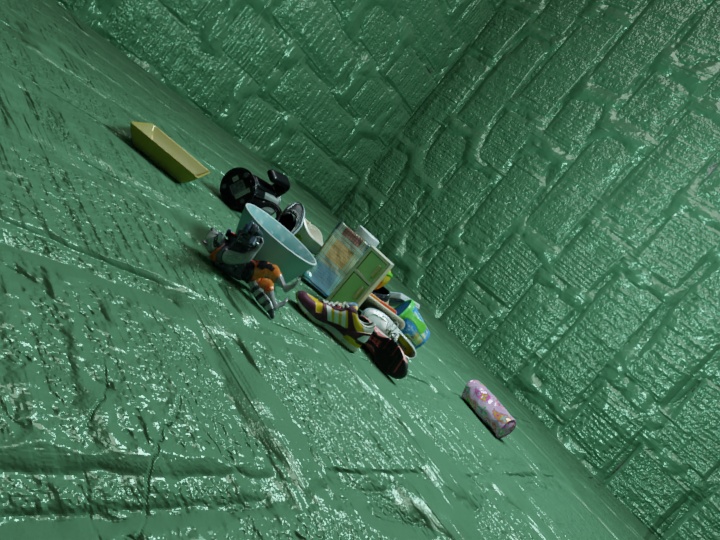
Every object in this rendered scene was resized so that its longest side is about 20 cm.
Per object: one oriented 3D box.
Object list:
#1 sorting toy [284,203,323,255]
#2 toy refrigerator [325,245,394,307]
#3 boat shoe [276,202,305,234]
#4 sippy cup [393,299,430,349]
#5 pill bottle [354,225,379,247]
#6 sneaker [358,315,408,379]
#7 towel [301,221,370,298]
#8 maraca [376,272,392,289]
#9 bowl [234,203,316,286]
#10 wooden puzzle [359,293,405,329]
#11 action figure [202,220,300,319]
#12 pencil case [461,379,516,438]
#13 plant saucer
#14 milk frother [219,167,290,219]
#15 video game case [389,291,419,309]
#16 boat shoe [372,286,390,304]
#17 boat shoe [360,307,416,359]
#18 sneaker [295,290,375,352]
[{"bbox_3d":[-0.150,-0.087,1.604,0.179,0.108,0.200,36,-3,18],"label":"sorting toy"},{"bbox_3d":[-0.005,0.036,1.393,0.076,0.201,0.070,42,6,10],"label":"toy refrigerator"},{"bbox_3d":[-0.202,-0.132,1.447,0.069,0.066,0.201,36,48,-4],"label":"boat shoe"},{"bbox_3d":[0.155,0.187,1.716,0.131,0.139,0.178,51,15,-6],"label":"sippy cup"},{"bbox_3d":[-0.032,-0.047,1.777,0.119,0.201,0.120,40,7,-6],"label":"pill bottle"},{"bbox_3d":[0.059,0.191,1.319,0.200,0.074,0.087,45,6,31],"label":"sneaker"},{"bbox_3d":[-0.058,-0.017,1.470,0.146,0.201,0.022,38,-16,-14],"label":"towel"},{"bbox_3d":[0.000,0.000,1.579,0.196,0.109,0.137,9,-13,14],"label":"maraca"},{"bbox_3d":[-0.202,-0.041,1.147,0.200,0.105,0.201,40,7,-6],"label":"bowl"},{"bbox_3d":[0.031,0.104,1.599,0.199,0.037,0.184,42,-18,-17],"label":"wooden puzzle"},{"bbox_3d":[-0.207,-0.011,0.965,0.192,0.105,0.200,36,-18,-3],"label":"action figure"},{"bbox_3d":[0.414,0.448,1.706,0.087,0.088,0.200,34,9,-46],"label":"pencil case"},{"bbox_3d":[-0.494,-0.295,1.350,0.199,0.049,0.200,41,6,-14],"label":"plant saucer"},{"bbox_3d":[-0.299,-0.193,1.580,0.188,0.177,0.204,14,70,-75],"label":"milk frother"},{"bbox_3d":[0.089,0.099,1.850,0.197,0.022,0.182,6,-13,28],"label":"video game case"},{"bbox_3d":[0.009,0.044,1.660,0.198,0.063,0.075,32,40,5],"label":"boat shoe"},{"bbox_3d":[0.085,0.185,1.489,0.202,0.075,0.086,47,-12,-13],"label":"boat shoe"},{"bbox_3d":[-0.056,0.093,1.194,0.199,0.090,0.075,40,6,-18],"label":"sneaker"}]
